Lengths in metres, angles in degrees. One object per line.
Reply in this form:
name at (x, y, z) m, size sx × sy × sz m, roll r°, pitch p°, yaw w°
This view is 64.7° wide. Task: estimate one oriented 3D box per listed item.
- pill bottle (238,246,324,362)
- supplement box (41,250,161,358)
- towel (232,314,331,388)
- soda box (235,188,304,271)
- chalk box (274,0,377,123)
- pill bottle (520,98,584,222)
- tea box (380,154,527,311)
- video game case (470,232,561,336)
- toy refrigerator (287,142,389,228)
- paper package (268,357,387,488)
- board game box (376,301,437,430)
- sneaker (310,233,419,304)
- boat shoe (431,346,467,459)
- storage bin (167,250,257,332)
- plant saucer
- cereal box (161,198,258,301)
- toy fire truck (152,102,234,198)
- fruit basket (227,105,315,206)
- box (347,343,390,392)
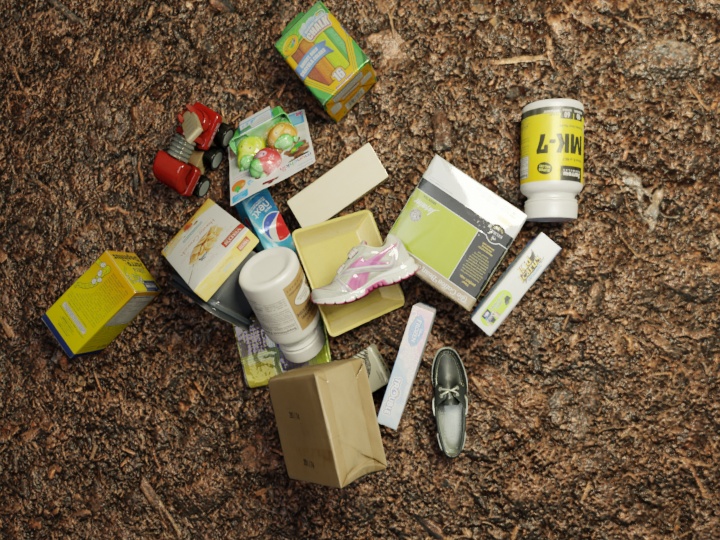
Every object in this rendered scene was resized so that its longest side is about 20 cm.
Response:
pill bottle at (-0.137, 0.069, 1.053) m, size 0.111 × 0.116 × 0.204 m, roll -14°, pitch 127°, yaw 8°
supplement box at (-0.536, 0.069, 1.186) m, size 0.199 × 0.109 × 0.110 m, roll -42°, pitch 83°, yaw 6°
towel at (-0.161, 0.153, 1.165) m, size 0.193 × 0.023 × 0.149 m, roll -12°, pitch 86°, yaw 9°
soda box at (-0.181, -0.070, 1.139) m, size 0.063 × 0.068 × 0.204 m, roll -26°, pitch 85°, yaw -22°
chalk box at (-0.078, -0.419, 1.110) m, size 0.124 × 0.124 × 0.201 m, roll -41°, pitch 83°, yaw 6°
pill bottle at (0.349, -0.196, 1.040) m, size 0.110 × 0.114 × 0.208 m, roll 0°, pitch 89°, yaw 9°
tea box at (0.171, -0.065, 1.057) m, size 0.197 × 0.133 × 0.200 m, roll 34°, pitch 94°, yaw 9°
video game case at (0.265, 0.026, 1.005) m, size 0.045 × 0.200 × 0.183 m, roll 40°, pitch 95°, yaw 9°
toy refrigerator at (-0.042, -0.160, 1.129) m, size 0.197 × 0.070 × 0.077 m, roll -35°, pitch 91°, yaw 8°
paper package at (-0.063, 0.262, 0.986) m, size 0.101 × 0.198 × 0.197 m, roll -10°, pitch 83°, yaw -36°
board game box at (0.089, 0.163, 1.034) m, size 0.042 × 0.199 × 0.207 m, roll 18°, pitch 91°, yaw 9°
sneaker at (0.000, 0.000, 0.991) m, size 0.194 × 0.081 × 0.091 m, roll -23°, pitch 86°, yaw 1°
boat shoe at (0.174, 0.252, 1.088) m, size 0.073 × 0.060 × 0.208 m, roll -8°, pitch 88°, yaw 9°
storage bin at (-0.260, 0.015, 1.115) m, size 0.197 × 0.145 × 0.137 m, roll 24°, pitch 82°, yaw 47°
plant saucer at (-0.028, 0.005, 1.090) m, size 0.048 × 0.196 × 0.206 m, roll -28°, pitch 83°, yaw 52°
cereal box at (-0.285, -0.044, 1.059) m, size 0.145 × 0.040 × 0.198 m, roll -50°, pitch 41°, yaw -8°
toy fire truck at (-0.337, -0.240, 1.111) m, size 0.126 × 0.200 × 0.180 m, roll 29°, pitch 93°, yaw 9°
fruit basket at (-0.180, -0.229, 1.095) m, size 0.180 × 0.203 × 0.095 m, roll -24°, pitch 129°, yaw 9°
box at (-0.039, 0.230, 1.120) m, size 0.197 × 0.068 × 0.084 m, roll -34°, pitch 84°, yaw 7°
